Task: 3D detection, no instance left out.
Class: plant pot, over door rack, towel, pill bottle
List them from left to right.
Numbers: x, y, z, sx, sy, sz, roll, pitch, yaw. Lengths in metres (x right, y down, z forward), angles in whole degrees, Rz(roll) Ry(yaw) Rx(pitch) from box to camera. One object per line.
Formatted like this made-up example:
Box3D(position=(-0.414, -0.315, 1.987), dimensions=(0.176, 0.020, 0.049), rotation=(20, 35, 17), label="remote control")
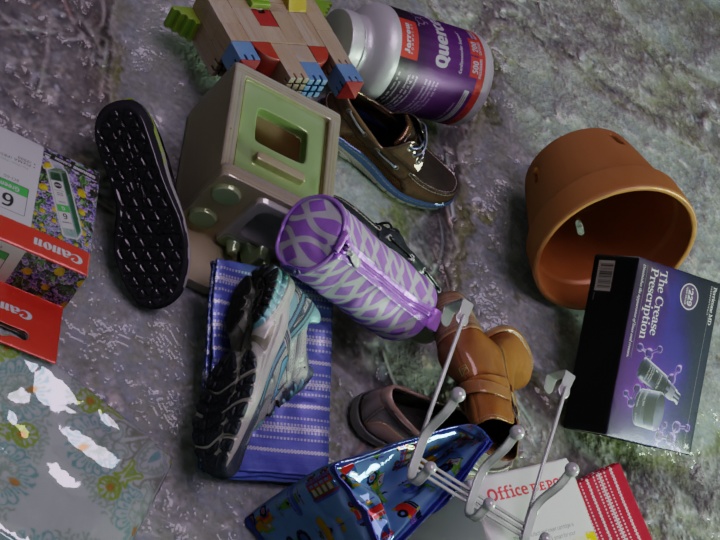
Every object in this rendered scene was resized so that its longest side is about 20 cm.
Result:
Box3D(position=(-0.263, 0.162, 1.102), dimensions=(0.200, 0.048, 0.172), rotation=(40, 47, -14), label="towel")
Box3D(position=(-0.083, 0.096, 1.271), dimensions=(0.143, 0.024, 0.203), rotation=(11, 75, -36), label="towel")
Box3D(position=(0.049, -0.238, 1.554), dimensions=(0.198, 0.112, 0.114), rotation=(9, 59, -36), label="pill bottle")
Box3D(position=(0.127, 0.131, 1.214), dimensions=(0.147, 0.066, 0.202), rotation=(34, 48, -20), label="over door rack")
Box3D(position=(0.246, 0.301, 1.459), dimensions=(0.198, 0.022, 0.146), rotation=(-14, 77, -42), label="towel")
Box3D(position=(0.279, -0.072, 1.603), dimensions=(0.198, 0.201, 0.141), rotation=(17, 39, -31), label="plant pot")

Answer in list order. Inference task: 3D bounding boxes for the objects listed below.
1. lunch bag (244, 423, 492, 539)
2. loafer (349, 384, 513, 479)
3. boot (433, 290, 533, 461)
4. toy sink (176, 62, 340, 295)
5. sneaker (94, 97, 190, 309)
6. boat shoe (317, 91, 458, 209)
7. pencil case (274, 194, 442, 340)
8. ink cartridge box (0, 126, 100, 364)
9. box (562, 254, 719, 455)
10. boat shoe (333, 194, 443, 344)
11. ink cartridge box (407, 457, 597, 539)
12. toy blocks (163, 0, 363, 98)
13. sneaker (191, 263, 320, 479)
Box3D(position=(0.019, 0.199, 1.239), dimensions=(0.199, 0.150, 0.095), rotation=(-27, 83, -45), label="lunch bag")
Box3D(position=(0.084, 0.166, 1.375), dimensions=(0.198, 0.063, 0.073), rotation=(23, 53, -28), label="loafer")
Box3D(position=(0.142, 0.123, 1.390), dimensions=(0.200, 0.076, 0.157), rotation=(49, 18, -52), label="boot")
Box3D(position=(-0.103, -0.079, 1.333), dimensions=(0.129, 0.112, 0.202), rotation=(24, 52, -26), label="toy sink")
Box3D(position=(-0.196, -0.066, 1.276), dimensions=(0.083, 0.071, 0.203), rotation=(2, 79, -84), label="sneaker")
Box3D(position=(0.038, -0.136, 1.511), dimensions=(0.198, 0.072, 0.073), rotation=(28, 50, -24), label="boat shoe")
Box3D(position=(0.000, 0.000, 1.292), dimensions=(0.200, 0.085, 0.085), rotation=(36, 68, -53), label="pencil case")
Box3D(position=(-0.288, -0.026, 1.163), dimensions=(0.108, 0.050, 0.202), rotation=(25, 38, -26), label="ink cartridge box")
Box3D(position=(0.323, 0.096, 1.549), dimensions=(0.140, 0.078, 0.203), rotation=(15, 84, -35), label="box")
Box3D(position=(0.024, -0.014, 1.422), dimensions=(0.199, 0.074, 0.066), rotation=(45, 51, -13), label="boat shoe")
Box3D(position=(0.138, 0.302, 1.280), dimensions=(0.146, 0.144, 0.202), rotation=(-2, 67, -41), label="ink cartridge box")
Box3D(position=(-0.088, -0.224, 1.419), dimensions=(0.198, 0.100, 0.138), rotation=(-4, 54, -41), label="toy blocks")
Box3D(position=(-0.082, 0.098, 1.213), dimensions=(0.086, 0.077, 0.202), rotation=(35, 59, -32), label="sneaker")
